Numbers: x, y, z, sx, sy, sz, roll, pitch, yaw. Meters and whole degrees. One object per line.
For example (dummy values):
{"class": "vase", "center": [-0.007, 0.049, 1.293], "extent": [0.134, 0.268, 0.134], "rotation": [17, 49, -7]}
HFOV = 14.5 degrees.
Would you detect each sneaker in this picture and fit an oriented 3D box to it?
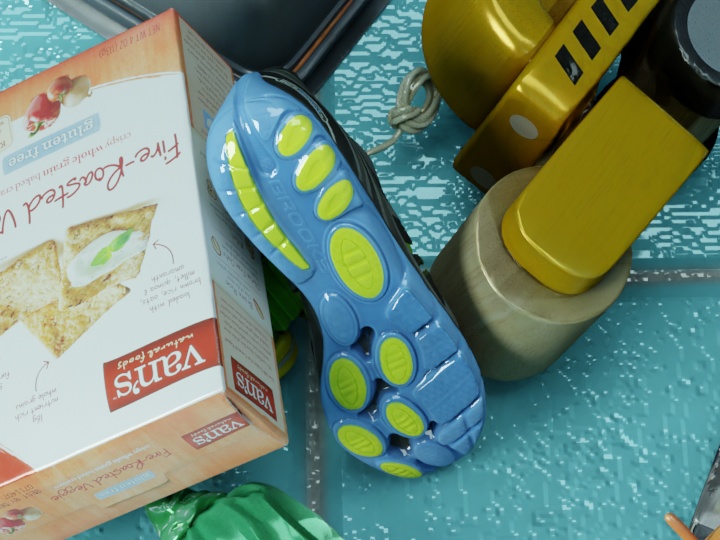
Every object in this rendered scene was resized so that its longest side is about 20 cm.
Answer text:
{"class": "sneaker", "center": [0.000, 0.000, 1.182], "extent": [0.070, 0.200, 0.083], "rotation": [-21, 25, 15]}

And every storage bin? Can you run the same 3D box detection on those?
{"class": "storage bin", "center": [-0.078, -0.192, 1.292], "extent": [0.199, 0.135, 0.146], "rotation": [33, 67, 13]}

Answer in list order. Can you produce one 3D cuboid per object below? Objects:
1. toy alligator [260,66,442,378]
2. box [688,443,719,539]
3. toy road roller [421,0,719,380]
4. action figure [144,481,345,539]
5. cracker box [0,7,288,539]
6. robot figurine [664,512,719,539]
{"class": "toy alligator", "center": [-0.035, -0.015, 1.251], "extent": [0.054, 0.059, 0.200], "rotation": [6, 52, 49]}
{"class": "box", "center": [0.257, 0.084, 1.208], "extent": [0.199, 0.049, 0.162], "rotation": [20, 62, 8]}
{"class": "toy road roller", "center": [0.077, -0.068, 1.223], "extent": [0.146, 0.123, 0.200], "rotation": [38, 65, 1]}
{"class": "action figure", "center": [-0.016, 0.155, 1.161], "extent": [0.118, 0.055, 0.200], "rotation": [-42, 75, -18]}
{"class": "cracker box", "center": [-0.111, 0.004, 1.189], "extent": [0.133, 0.058, 0.201], "rotation": [-24, 53, 18]}
{"class": "robot figurine", "center": [0.204, 0.161, 1.108], "extent": [0.199, 0.144, 0.117], "rotation": [19, 75, 9]}
